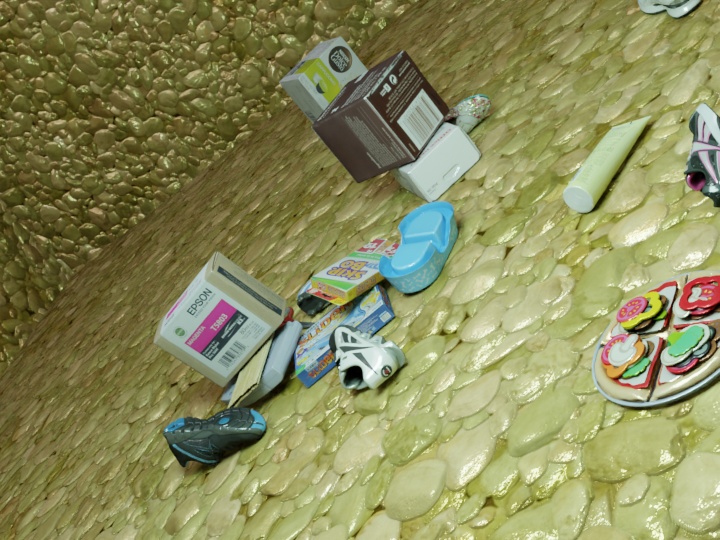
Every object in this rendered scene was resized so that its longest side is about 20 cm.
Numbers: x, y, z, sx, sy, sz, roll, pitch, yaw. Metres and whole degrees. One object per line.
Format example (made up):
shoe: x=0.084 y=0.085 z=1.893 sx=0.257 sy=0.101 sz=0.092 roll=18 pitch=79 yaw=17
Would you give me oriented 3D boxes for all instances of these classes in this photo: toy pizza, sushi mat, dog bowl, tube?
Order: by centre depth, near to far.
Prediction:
toy pizza: x=0.340 y=0.067 z=1.005 sx=0.199 sy=0.032 sz=0.201 roll=-36 pitch=22 yaw=17
tube: x=0.378 y=-0.170 z=1.387 sx=0.057 sy=0.052 sz=0.201 roll=25 pitch=57 yaw=22
dog bowl: x=0.107 y=-0.040 z=1.585 sx=0.110 sy=0.050 sz=0.201 roll=-7 pitch=39 yaw=36
sushi mat: x=-0.192 y=0.161 z=1.658 sx=0.096 sy=0.012 sz=0.201 roll=-44 pitch=20 yaw=34

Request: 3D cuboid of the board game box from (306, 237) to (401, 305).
board game box: x=0.000 y=0.000 z=1.625 sx=0.095 sy=0.030 sz=0.199 roll=19 pitch=41 yaw=41

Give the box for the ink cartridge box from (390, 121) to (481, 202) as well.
ink cartridge box: x=0.145 y=-0.235 z=1.876 sx=0.146 sy=0.083 sz=0.200 roll=-43 pitch=20 yaw=-1

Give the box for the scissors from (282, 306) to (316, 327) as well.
scissors: x=-0.140 y=0.115 z=1.816 sx=0.073 sy=0.014 sz=0.200 roll=-44 pitch=21 yaw=-11

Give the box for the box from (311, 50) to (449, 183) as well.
box: x=0.041 y=-0.313 z=1.864 sx=0.199 sy=0.164 sz=0.167 roll=-16 pitch=33 yaw=52

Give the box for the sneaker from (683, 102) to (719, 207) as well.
sneaker: x=0.451 y=-0.148 z=1.168 sx=0.086 sy=0.080 sz=0.201 roll=-45 pitch=13 yaw=23

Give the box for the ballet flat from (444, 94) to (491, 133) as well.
ballet flat: x=0.214 y=-0.322 z=1.971 sx=0.199 sy=0.075 sz=0.065 roll=-16 pitch=63 yaw=57

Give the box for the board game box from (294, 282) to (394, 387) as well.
board game box: x=-0.033 y=0.105 z=1.603 sx=0.199 sy=0.035 sz=0.136 roll=-40 pitch=20 yaw=8

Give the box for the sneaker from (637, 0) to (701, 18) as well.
sneaker: x=0.556 y=-0.545 z=1.689 sx=0.075 sy=0.116 sz=0.201 roll=-39 pitch=21 yaw=7

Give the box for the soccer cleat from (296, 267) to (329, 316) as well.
soccer cleat: x=-0.047 y=0.016 z=1.754 sx=0.199 sy=0.070 sz=0.087 roll=-28 pitch=25 yaw=36

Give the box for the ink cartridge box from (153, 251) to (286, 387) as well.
ink cartridge box: x=-0.257 y=0.093 z=1.655 sx=0.200 sy=0.164 sz=0.075 roll=-47 pitch=20 yaw=24

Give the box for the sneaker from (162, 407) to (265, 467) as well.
sneaker: x=-0.248 y=0.295 z=1.586 sx=0.197 sy=0.083 sz=0.073 roll=-10 pitch=17 yaw=23

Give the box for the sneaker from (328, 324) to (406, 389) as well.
sneaker: x=-0.014 y=0.144 z=1.439 sx=0.089 sy=0.074 sz=0.199 roll=-47 pitch=20 yaw=-18

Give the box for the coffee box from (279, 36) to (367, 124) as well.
coffee box: x=-0.098 y=-0.586 z=2.837 sx=0.198 sy=0.200 sz=0.200 roll=-46 pitch=20 yaw=-11

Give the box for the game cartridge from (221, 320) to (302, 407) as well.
game cartridge: x=-0.186 y=0.182 z=1.679 sx=0.199 sy=0.041 sz=0.134 roll=-34 pitch=23 yaw=47
